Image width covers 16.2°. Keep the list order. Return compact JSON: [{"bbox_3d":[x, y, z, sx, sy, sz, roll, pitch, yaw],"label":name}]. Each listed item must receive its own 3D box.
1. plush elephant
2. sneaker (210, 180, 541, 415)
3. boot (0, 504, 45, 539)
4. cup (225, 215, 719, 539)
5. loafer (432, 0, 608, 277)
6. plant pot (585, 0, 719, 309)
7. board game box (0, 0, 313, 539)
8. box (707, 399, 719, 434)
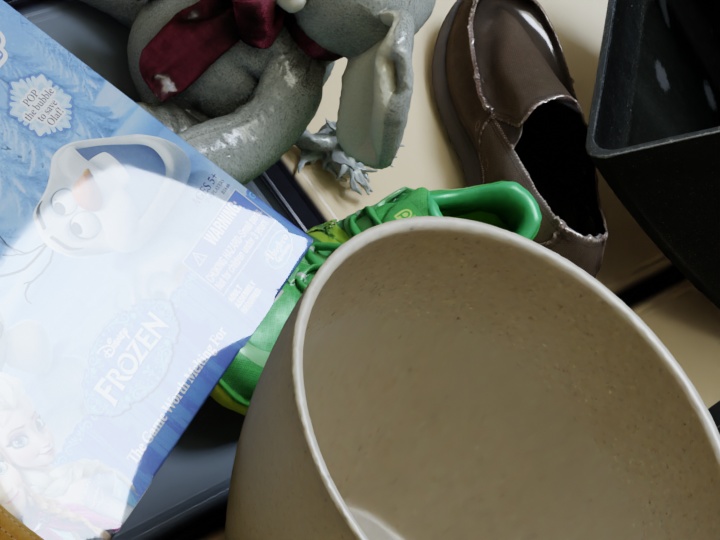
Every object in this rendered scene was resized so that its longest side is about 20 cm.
[{"bbox_3d":[-0.036,-0.116,1.099,0.199,0.155,0.165,19,47,-24],"label":"plush elephant"},{"bbox_3d":[0.000,0.000,1.085,0.200,0.084,0.074,-25,73,-43],"label":"sneaker"},{"bbox_3d":[-0.208,0.087,0.817,0.201,0.071,0.144,37,77,-21],"label":"boot"},{"bbox_3d":[0.026,0.101,0.978,0.200,0.143,0.201,22,45,-24],"label":"cup"},{"bbox_3d":[0.088,-0.065,1.219,0.073,0.071,0.201,13,49,-30],"label":"loafer"},{"bbox_3d":[0.239,-0.075,1.243,0.200,0.199,0.178,-77,148,-45],"label":"plant pot"},{"bbox_3d":[-0.145,0.001,0.952,0.199,0.043,0.200,37,51,-5],"label":"board game box"},{"bbox_3d":[0.258,0.122,1.090,0.199,0.104,0.183,-5,63,-42],"label":"box"}]
